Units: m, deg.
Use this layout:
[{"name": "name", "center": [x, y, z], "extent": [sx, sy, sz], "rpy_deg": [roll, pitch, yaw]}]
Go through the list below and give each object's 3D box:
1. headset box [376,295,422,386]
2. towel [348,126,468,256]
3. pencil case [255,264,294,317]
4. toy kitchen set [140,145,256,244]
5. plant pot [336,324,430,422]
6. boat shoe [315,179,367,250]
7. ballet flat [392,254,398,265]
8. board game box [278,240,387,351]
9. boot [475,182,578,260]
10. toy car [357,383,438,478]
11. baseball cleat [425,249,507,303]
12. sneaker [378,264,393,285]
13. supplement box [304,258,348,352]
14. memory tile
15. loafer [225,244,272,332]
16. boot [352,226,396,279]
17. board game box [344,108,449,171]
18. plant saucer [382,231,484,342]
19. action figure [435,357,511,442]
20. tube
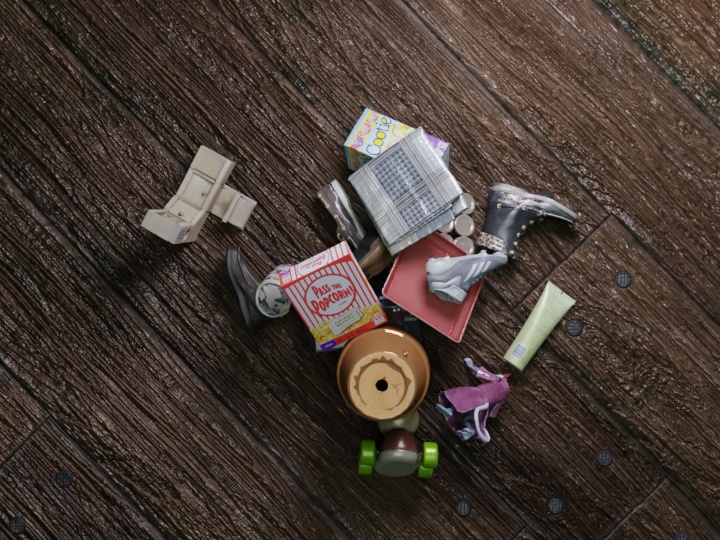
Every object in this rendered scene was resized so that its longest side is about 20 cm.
[{"name": "headset box", "center": [0.061, 0.158, 1.671], "extent": [0.147, 0.075, 0.201], "rpy_deg": [-3, 109, 4]}, {"name": "towel", "center": [0.095, -0.158, 1.553], "extent": [0.192, 0.035, 0.201], "rpy_deg": [-32, 81, 12]}, {"name": "pencil case", "center": [-0.168, 0.043, 1.639], "extent": [0.089, 0.200, 0.078], "rpy_deg": [41, 102, -3]}, {"name": "toy kitchen set", "center": [-0.330, -0.145, 1.651], "extent": [0.162, 0.180, 0.201], "rpy_deg": [29, 95, 0]}, {"name": "plant pot", "center": [0.044, 0.218, 1.556], "extent": [0.198, 0.140, 0.202], "rpy_deg": [0, 93, 4]}, {"name": "boat shoe", "center": [-0.030, -0.101, 1.700], "extent": [0.059, 0.072, 0.201], "rpy_deg": [-29, 86, 8]}, {"name": "ballet flat", "center": [0.081, -0.095, 1.695], "extent": [0.071, 0.069, 0.201], "rpy_deg": [5, 76, 22]}, {"name": "board game box", "center": [-0.053, 0.055, 1.538], "extent": [0.151, 0.046, 0.201], "rpy_deg": [-26, 127, 6]}, {"name": "boot", "center": [0.360, -0.096, 1.686], "extent": [0.199, 0.073, 0.152], "rpy_deg": [21, 90, 5]}, {"name": "toy car", "center": [0.081, 0.341, 1.688], "extent": [0.163, 0.158, 0.201], "rpy_deg": [3, 62, -2]}, {"name": "baseball cleat", "center": [0.223, 0.014, 1.603], "extent": [0.199, 0.070, 0.107], "rpy_deg": [-6, 89, -23]}, {"name": "sneaker", "center": [0.134, 0.029, 1.703], "extent": [0.199, 0.076, 0.077], "rpy_deg": [24, 53, 10]}, {"name": "supplement box", "center": [-0.066, 0.070, 1.680], "extent": [0.085, 0.110, 0.202], "rpy_deg": [-7, 90, 2]}, {"name": "memory tile", "center": [0.181, -0.081, 1.683], "extent": [0.152, 0.017, 0.202], "rpy_deg": [7, 79, -20]}, {"name": "loafer", "center": [-0.247, 0.034, 1.711], "extent": [0.071, 0.073, 0.201], "rpy_deg": [-18, 98, -4]}, {"name": "boot", "center": [0.000, 0.000, 1.604], "extent": [0.200, 0.074, 0.076], "rpy_deg": [-45, 120, -9]}, {"name": "board game box", "center": [0.079, -0.245, 1.645], "extent": [0.199, 0.105, 0.103], "rpy_deg": [26, 73, 15]}, {"name": "plant saucer", "center": [0.153, 0.024, 1.613], "extent": [0.199, 0.037, 0.200], "rpy_deg": [32, 61, -12]}, {"name": "action figure", "center": [0.264, 0.268, 1.654], "extent": [0.199, 0.149, 0.135], "rpy_deg": [-27, 100, -30]}, {"name": "tube", "center": [0.393, 0.128, 1.702], "extent": [0.052, 0.058, 0.201], "rpy_deg": [32, 87, 43]}]
